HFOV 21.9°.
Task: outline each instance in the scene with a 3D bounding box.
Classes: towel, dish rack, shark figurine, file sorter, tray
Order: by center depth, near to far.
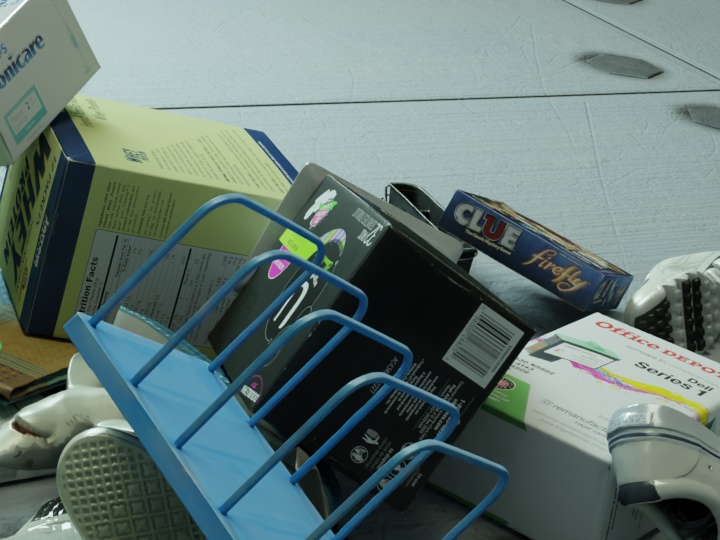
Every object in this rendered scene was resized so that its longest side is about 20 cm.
[{"bbox_3d":[-0.035,0.074,1.010,0.200,0.123,0.139,50,11,29],"label":"file sorter"},{"bbox_3d":[-0.120,0.118,1.160,0.214,0.090,0.128,9,24,-6],"label":"shark figurine"},{"bbox_3d":[-0.255,0.046,1.330,0.147,0.022,0.200,22,16,18],"label":"towel"},{"bbox_3d":[0.000,0.000,1.373,0.022,0.107,0.200,35,6,41],"label":"tray"},{"bbox_3d":[-0.015,-0.023,1.591,0.200,0.055,0.153,-2,24,-23],"label":"dish rack"}]

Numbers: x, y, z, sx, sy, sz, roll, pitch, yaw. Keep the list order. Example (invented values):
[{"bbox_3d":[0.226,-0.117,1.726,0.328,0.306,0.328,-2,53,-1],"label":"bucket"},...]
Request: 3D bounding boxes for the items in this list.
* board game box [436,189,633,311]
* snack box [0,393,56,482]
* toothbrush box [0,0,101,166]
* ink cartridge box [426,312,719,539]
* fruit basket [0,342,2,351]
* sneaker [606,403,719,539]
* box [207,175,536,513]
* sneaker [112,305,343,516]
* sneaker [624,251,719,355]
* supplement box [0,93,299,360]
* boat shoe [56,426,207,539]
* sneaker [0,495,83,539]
[{"bbox_3d":[0.147,-0.014,1.524,0.135,0.035,0.200,31,7,13],"label":"board game box"},{"bbox_3d":[-0.265,0.086,1.276,0.072,0.024,0.200,-7,27,-35],"label":"snack box"},{"bbox_3d":[-0.317,-0.133,1.377,0.200,0.085,0.146,-10,29,28],"label":"toothbrush box"},{"bbox_3d":[0.161,0.111,1.289,0.145,0.084,0.200,24,27,34],"label":"ink cartridge box"},{"bbox_3d":[-0.332,0.032,1.156,0.215,0.216,0.156,13,23,11],"label":"fruit basket"},{"bbox_3d":[0.224,0.150,1.185,0.200,0.071,0.073,26,-29,-34],"label":"sneaker"},{"bbox_3d":[0.001,0.042,1.223,0.124,0.149,0.200,36,2,-17],"label":"box"},{"bbox_3d":[-0.098,0.110,1.218,0.200,0.081,0.077,36,-1,14],"label":"sneaker"},{"bbox_3d":[0.269,0.025,1.570,0.081,0.075,0.200,7,15,36],"label":"sneaker"},{"bbox_3d":[-0.158,-0.035,1.414,0.200,0.134,0.200,10,17,-22],"label":"supplement box"},{"bbox_3d":[-0.087,0.153,1.041,0.200,0.075,0.062,36,6,-19],"label":"boat shoe"},{"bbox_3d":[-0.166,0.174,1.060,0.072,0.073,0.200,13,8,18],"label":"sneaker"}]
